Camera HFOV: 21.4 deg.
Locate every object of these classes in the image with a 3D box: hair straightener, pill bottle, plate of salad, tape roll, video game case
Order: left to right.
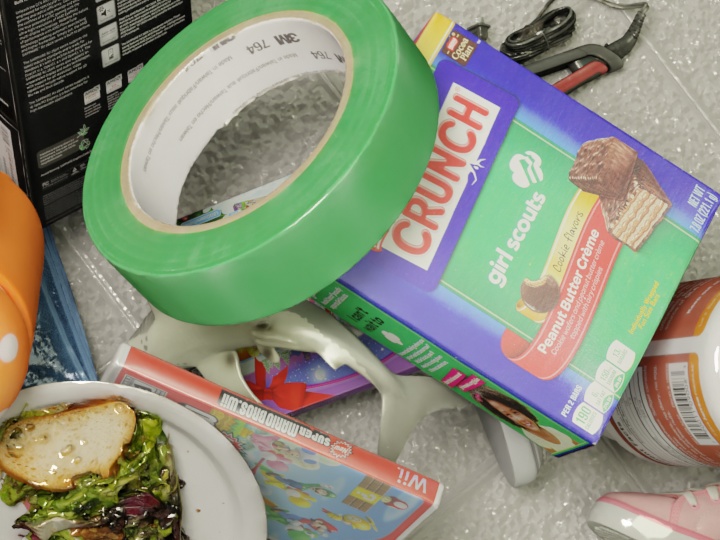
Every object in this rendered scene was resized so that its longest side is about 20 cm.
[{"bbox_3d":[-0.152,0.151,1.077,0.198,0.048,0.202,-1,122,-1],"label":"plate of salad"},{"bbox_3d":[-0.065,0.114,1.107,0.198,0.143,0.018,24,59,-8],"label":"video game case"},{"bbox_3d":[-0.055,-0.067,1.024,0.201,0.199,0.048,-57,132,-16],"label":"tape roll"},{"bbox_3d":[0.104,-0.139,1.252,0.199,0.041,0.077,-30,86,-16],"label":"hair straightener"},{"bbox_3d":[0.207,0.061,1.143,0.111,0.200,0.114,2,85,-20],"label":"pill bottle"}]

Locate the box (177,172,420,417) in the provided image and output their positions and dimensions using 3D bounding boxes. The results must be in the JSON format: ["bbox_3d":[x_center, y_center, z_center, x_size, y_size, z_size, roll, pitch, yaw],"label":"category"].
[{"bbox_3d":[0.000,0.000,1.160,0.198,0.039,0.138,-20,82,12],"label":"box"}]

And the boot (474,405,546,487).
[{"bbox_3d":[0.108,0.028,1.200,0.095,0.074,0.202,-14,80,-7],"label":"boot"}]

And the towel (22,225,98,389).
[{"bbox_3d":[-0.234,0.008,1.147,0.111,0.049,0.202,-17,82,-14],"label":"towel"}]

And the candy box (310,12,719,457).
[{"bbox_3d":[0.077,-0.020,1.076,0.199,0.077,0.170,31,72,-3],"label":"candy box"}]

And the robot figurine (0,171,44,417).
[{"bbox_3d":[-0.231,0.017,1.031,0.143,0.201,0.117,-30,121,15],"label":"robot figurine"}]

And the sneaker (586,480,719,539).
[{"bbox_3d":[0.240,0.147,1.202,0.198,0.075,0.106,19,79,-15],"label":"sneaker"}]

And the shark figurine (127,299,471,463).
[{"bbox_3d":[-0.045,0.029,1.113,0.212,0.129,0.090,9,33,22],"label":"shark figurine"}]

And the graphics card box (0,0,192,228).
[{"bbox_3d":[-0.156,-0.132,1.084,0.125,0.201,0.051,-31,52,-27],"label":"graphics card box"}]
